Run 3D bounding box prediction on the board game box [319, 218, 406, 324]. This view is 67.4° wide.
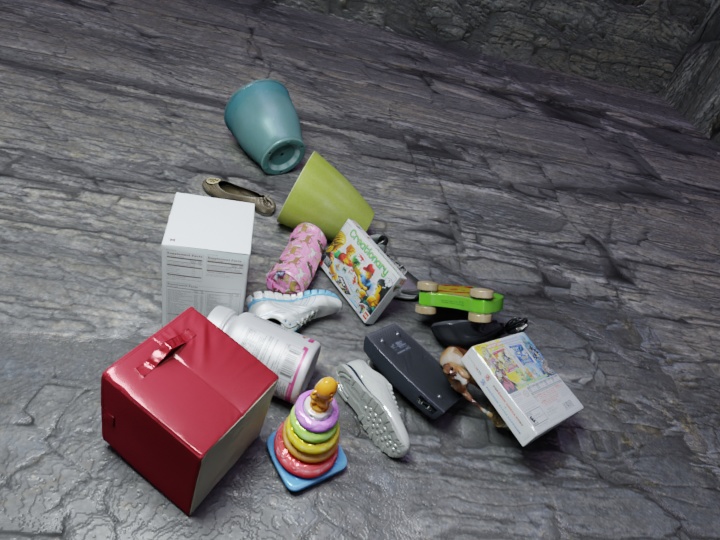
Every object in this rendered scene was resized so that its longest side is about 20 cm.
[{"bbox_3d":[0.000,0.000,1.173,0.034,0.127,0.201,14,29,-52],"label":"board game box"}]

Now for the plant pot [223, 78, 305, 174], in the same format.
[{"bbox_3d":[-0.245,-0.375,1.472,0.197,0.201,0.190,-16,65,-34],"label":"plant pot"}]

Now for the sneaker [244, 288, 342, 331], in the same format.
[{"bbox_3d":[-0.128,0.092,1.074,0.195,0.076,0.088,-4,54,-17],"label":"sneaker"}]

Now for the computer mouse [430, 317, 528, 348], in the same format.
[{"bbox_3d":[0.244,0.134,1.138,0.195,0.139,0.054,0,77,-13],"label":"computer mouse"}]

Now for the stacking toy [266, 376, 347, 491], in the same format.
[{"bbox_3d":[-0.070,0.228,0.824,0.114,0.203,0.110,-13,48,-31],"label":"stacking toy"}]

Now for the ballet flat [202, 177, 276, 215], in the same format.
[{"bbox_3d":[-0.300,-0.193,1.342,0.196,0.047,0.068,23,39,6],"label":"ballet flat"}]

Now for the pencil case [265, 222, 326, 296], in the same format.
[{"bbox_3d":[-0.137,-0.021,1.181,0.087,0.082,0.202,54,32,-24],"label":"pencil case"}]

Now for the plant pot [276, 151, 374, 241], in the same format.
[{"bbox_3d":[-0.072,-0.149,1.299,0.197,0.188,0.189,30,38,-8],"label":"plant pot"}]

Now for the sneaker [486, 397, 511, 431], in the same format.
[{"bbox_3d":[0.298,0.238,1.070,0.088,0.068,0.202,24,35,-13],"label":"sneaker"}]

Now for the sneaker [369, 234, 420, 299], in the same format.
[{"bbox_3d":[0.063,-0.016,1.222,0.196,0.117,0.075,22,39,6],"label":"sneaker"}]

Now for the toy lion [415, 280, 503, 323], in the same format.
[{"bbox_3d":[0.219,0.058,1.171,0.197,0.071,0.190,7,7,35],"label":"toy lion"}]

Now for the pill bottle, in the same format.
[{"bbox_3d":[-0.178,0.143,0.949,0.196,0.115,0.114,22,39,5],"label":"pill bottle"}]

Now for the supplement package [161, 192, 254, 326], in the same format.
[{"bbox_3d":[-0.285,-0.011,1.016,0.147,0.203,0.154,7,41,-13],"label":"supplement package"}]

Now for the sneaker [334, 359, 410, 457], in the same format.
[{"bbox_3d":[0.035,0.236,0.962,0.079,0.077,0.201,-6,46,-40],"label":"sneaker"}]

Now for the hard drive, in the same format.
[{"bbox_3d":[0.101,0.189,1.029,0.199,0.043,0.134,42,26,21],"label":"hard drive"}]

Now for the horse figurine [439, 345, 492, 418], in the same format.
[{"bbox_3d":[0.196,0.193,1.031,0.132,0.050,0.201,38,17,-9],"label":"horse figurine"}]

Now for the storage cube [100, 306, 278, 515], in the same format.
[{"bbox_3d":[-0.250,0.202,0.793,0.178,0.202,0.171,34,41,11],"label":"storage cube"}]

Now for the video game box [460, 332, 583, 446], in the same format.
[{"bbox_3d":[0.301,0.210,1.001,0.197,0.047,0.184,-3,52,-46],"label":"video game box"}]
